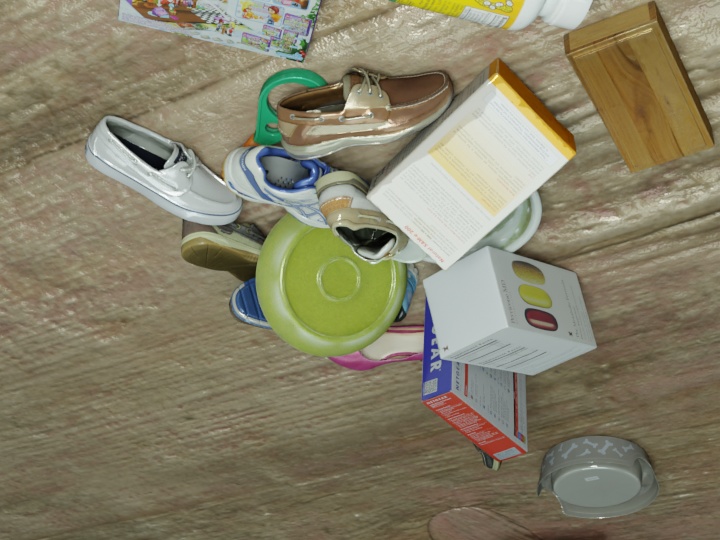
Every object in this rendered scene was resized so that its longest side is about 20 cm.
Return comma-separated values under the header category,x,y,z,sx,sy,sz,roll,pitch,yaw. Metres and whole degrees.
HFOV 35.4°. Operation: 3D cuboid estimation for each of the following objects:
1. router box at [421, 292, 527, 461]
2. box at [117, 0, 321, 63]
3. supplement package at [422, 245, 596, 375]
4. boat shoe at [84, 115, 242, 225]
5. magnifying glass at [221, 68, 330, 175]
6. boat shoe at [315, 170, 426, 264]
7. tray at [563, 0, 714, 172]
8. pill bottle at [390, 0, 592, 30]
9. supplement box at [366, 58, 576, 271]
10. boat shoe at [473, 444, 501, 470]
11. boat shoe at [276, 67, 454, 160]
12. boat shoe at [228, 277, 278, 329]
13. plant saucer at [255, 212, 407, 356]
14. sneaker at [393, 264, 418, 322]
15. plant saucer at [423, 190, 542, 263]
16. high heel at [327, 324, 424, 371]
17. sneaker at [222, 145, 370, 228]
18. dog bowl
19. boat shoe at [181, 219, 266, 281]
category,x,y,z,sx,sy,sz,roll,pitch,yaw
router box,0.155,0.125,1.510,0.049,0.200,0.179,-24,133,31
box,-0.137,-0.291,1.135,0.199,0.039,0.137,12,142,-9
supplement package,0.191,0.056,1.438,0.109,0.114,0.200,-29,152,35
boat shoe,-0.225,-0.118,1.335,0.200,0.074,0.065,22,139,-19
magnifying glass,-0.105,-0.164,1.313,0.079,0.022,0.200,24,136,-24
boat shoe,0.017,-0.042,1.312,0.075,0.069,0.200,-24,147,29
tray,0.305,-0.192,1.222,0.098,0.037,0.200,-17,136,25
pill bottle,0.116,-0.289,1.055,0.199,0.113,0.113,12,141,-9
supplement box,0.120,-0.114,1.237,0.126,0.074,0.200,43,112,-12
boat shoe,0.197,0.244,1.771,0.065,0.073,0.200,8,140,13
boat shoe,0.003,-0.180,1.225,0.200,0.076,0.072,-17,132,4
boat shoe,-0.092,0.050,1.459,0.200,0.072,0.072,1,160,-40
plant saucer,-0.029,0.009,1.398,0.200,0.200,0.031,20,176,-19
sneaker,0.000,0.000,1.452,0.200,0.090,0.078,32,134,-30
plant saucer,0.118,-0.085,1.365,0.200,0.050,0.200,3,143,2
high heel,0.047,0.101,1.586,0.199,0.068,0.096,9,154,-14
sneaker,-0.058,-0.096,1.311,0.200,0.075,0.088,10,171,-30
dog bowl,0.392,0.342,1.877,0.200,0.059,0.200,2,142,2
boat shoe,-0.148,-0.030,1.438,0.073,0.065,0.200,-20,156,28
